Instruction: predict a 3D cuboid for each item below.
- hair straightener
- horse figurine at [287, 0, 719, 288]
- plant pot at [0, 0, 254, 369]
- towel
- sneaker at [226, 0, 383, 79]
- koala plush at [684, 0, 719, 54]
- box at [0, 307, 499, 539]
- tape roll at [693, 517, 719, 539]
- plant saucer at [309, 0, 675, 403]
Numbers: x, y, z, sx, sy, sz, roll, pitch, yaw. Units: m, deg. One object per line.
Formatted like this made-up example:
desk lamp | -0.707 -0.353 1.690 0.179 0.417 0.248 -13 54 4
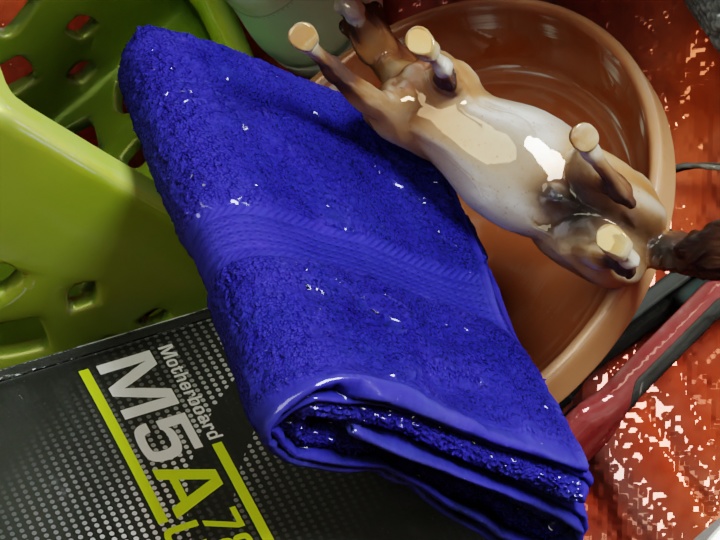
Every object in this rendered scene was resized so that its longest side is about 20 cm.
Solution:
hair straightener | 0.080 0.021 1.102 0.200 0.041 0.077 -47 61 7
horse figurine | 0.056 -0.041 1.023 0.199 0.133 0.050 32 89 15
plant pot | -0.152 -0.036 1.117 0.181 0.200 0.200 -40 47 20
towel | 0.000 0.000 1.010 0.050 0.147 0.200 -47 43 20
sneaker | -0.045 -0.188 1.189 0.073 0.118 0.201 -20 64 16
koala plush | 0.176 -0.159 1.040 0.183 0.200 0.178 -6 69 21
box | -0.053 0.105 0.990 0.192 0.048 0.200 -17 52 -18
tape roll | 0.180 0.159 0.958 0.202 0.037 0.204 3 74 -12
plant saucer | 0.030 -0.012 1.121 0.199 0.032 0.201 -18 52 24
